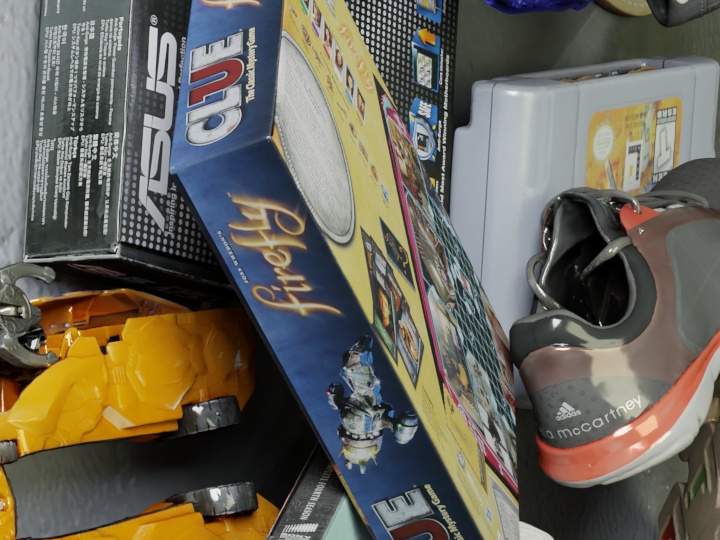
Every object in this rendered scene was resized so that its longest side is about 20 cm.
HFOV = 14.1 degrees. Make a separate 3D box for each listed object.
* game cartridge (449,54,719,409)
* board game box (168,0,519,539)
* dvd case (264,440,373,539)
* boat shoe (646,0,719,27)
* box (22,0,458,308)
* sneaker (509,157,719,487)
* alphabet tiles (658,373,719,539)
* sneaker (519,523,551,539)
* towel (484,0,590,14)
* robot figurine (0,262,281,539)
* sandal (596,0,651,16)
[{"bbox_3d":[0.091,-0.014,1.150,0.200,0.041,0.134,-15,106,-61],"label":"game cartridge"},{"bbox_3d":[0.000,0.000,0.929,0.136,0.034,0.200,-87,155,-53],"label":"board game box"},{"bbox_3d":[-0.003,0.125,0.965,0.200,0.022,0.147,-60,149,-72],"label":"dvd case"},{"bbox_3d":[0.094,-0.183,1.126,0.066,0.070,0.200,-34,115,-8],"label":"boat shoe"},{"bbox_3d":[-0.034,-0.085,0.999,0.193,0.047,0.201,19,72,-57],"label":"box"},{"bbox_3d":[0.106,-0.004,1.067,0.082,0.077,0.200,62,30,-19],"label":"sneaker"},{"bbox_3d":[0.150,0.105,1.141,0.196,0.015,0.201,106,-16,-53],"label":"alphabet tiles"},{"bbox_3d":[0.058,0.164,1.051,0.200,0.082,0.077,56,46,-38],"label":"sneaker"},{"bbox_3d":[0.031,-0.182,1.035,0.201,0.049,0.148,62,19,7],"label":"towel"},{"bbox_3d":[-0.094,0.069,0.885,0.200,0.058,0.146,-6,83,-55],"label":"robot figurine"},{"bbox_3d":[0.106,-0.189,1.185,0.212,0.069,0.078,60,44,-33],"label":"sandal"}]
